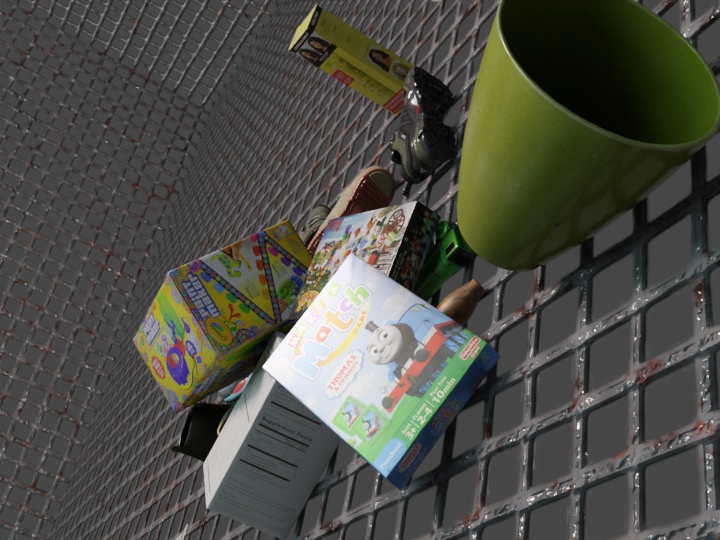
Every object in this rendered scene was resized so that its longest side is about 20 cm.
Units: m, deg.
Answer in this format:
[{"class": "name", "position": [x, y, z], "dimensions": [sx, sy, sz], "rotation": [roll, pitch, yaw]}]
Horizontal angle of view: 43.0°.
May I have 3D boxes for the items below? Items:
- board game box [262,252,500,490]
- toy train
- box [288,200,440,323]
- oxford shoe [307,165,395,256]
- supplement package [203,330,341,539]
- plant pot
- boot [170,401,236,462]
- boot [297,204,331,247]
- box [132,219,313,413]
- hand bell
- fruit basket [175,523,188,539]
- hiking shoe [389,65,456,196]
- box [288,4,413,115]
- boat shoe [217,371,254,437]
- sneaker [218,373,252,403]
[{"class": "board game box", "position": [0.014, 0.089, 0.879], "dimensions": [0.199, 0.037, 0.152], "rotation": [33, 82, 42]}, {"class": "toy train", "position": [0.097, -0.022, 0.990], "dimensions": [0.201, 0.041, 0.057], "rotation": [-51, 33, 33]}, {"class": "box", "position": [0.000, 0.000, 1.043], "dimensions": [0.199, 0.037, 0.138], "rotation": [-7, 57, 59]}, {"class": "oxford shoe", "position": [-0.019, -0.062, 1.314], "dimensions": [0.201, 0.070, 0.074], "rotation": [-51, 16, 8]}, {"class": "supplement package", "position": [-0.097, 0.197, 1.108], "dimensions": [0.202, 0.108, 0.114], "rotation": [-61, 18, 9]}, {"class": "plant pot", "position": [0.159, -0.096, 0.749], "dimensions": [0.201, 0.184, 0.189], "rotation": [115, 168, -47]}, {"class": "boot", "position": [-0.168, 0.185, 1.269], "dimensions": [0.077, 0.137, 0.202], "rotation": [-41, 28, 49]}, {"class": "boot", "position": [-0.101, -0.005, 1.471], "dimensions": [0.201, 0.067, 0.131], "rotation": [-52, 16, 11]}, {"class": "box", "position": [-0.170, 0.061, 1.203], "dimensions": [0.191, 0.123, 0.200], "rotation": [-26, -13, -36]}, {"class": "hand bell", "position": [0.053, 0.087, 0.929], "dimensions": [0.200, 0.104, 0.104], "rotation": [-48, 21, 7]}, {"class": "fruit basket", "position": [-0.300, 0.475, 1.324], "dimensions": [0.200, 0.093, 0.187], "rotation": [-42, 28, 54]}, {"class": "hiking shoe", "position": [0.070, -0.191, 1.217], "dimensions": [0.101, 0.075, 0.202], "rotation": [-46, 27, 35]}, {"class": "box", "position": [-0.004, -0.314, 1.379], "dimensions": [0.075, 0.198, 0.051], "rotation": [-28, 39, 57]}, {"class": "boat shoe", "position": [-0.112, 0.150, 1.198], "dimensions": [0.071, 0.076, 0.201], "rotation": [26, 72, 31]}, {"class": "sneaker", "position": [-0.163, 0.113, 1.393], "dimensions": [0.201, 0.095, 0.079], "rotation": [-51, -10, 21]}]
